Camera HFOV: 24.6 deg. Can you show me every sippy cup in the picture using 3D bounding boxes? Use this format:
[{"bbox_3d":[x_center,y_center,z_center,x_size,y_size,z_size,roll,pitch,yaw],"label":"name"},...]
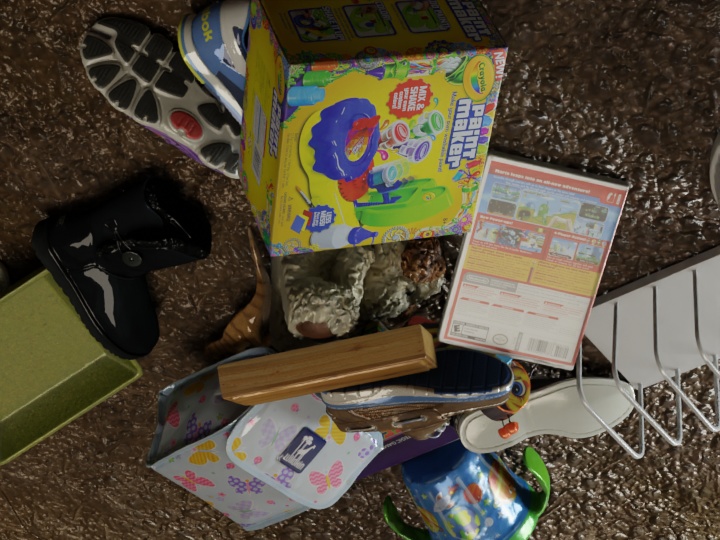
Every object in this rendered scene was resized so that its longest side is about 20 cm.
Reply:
[{"bbox_3d":[0.116,0.250,1.879,0.177,0.140,0.131,-39,116,-7],"label":"sippy cup"}]

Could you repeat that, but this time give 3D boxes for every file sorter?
[{"bbox_3d":[0.329,0.088,1.668,0.199,0.125,0.139,-25,128,31],"label":"file sorter"}]

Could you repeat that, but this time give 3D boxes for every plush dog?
[{"bbox_3d":[0.000,0.000,1.640,0.170,0.162,0.200,-1,168,-11],"label":"plush dog"}]

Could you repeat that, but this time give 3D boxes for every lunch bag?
[{"bbox_3d":[-0.100,0.177,1.747,0.199,0.128,0.169,-25,132,31],"label":"lunch bag"}]

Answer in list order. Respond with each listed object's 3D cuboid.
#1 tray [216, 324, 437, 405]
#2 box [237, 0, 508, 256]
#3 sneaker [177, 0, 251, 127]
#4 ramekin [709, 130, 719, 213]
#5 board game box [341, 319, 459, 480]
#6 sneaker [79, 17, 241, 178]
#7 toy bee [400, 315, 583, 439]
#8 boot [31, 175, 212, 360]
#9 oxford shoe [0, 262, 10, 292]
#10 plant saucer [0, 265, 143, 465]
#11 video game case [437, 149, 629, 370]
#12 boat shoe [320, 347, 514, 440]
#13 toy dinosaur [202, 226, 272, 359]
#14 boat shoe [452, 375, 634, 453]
[{"bbox_3d":[-0.029,0.094,1.593,0.198,0.037,0.099,-13,170,8],"label":"tray"},{"bbox_3d":[0.005,-0.136,1.422,0.190,0.123,0.201,-8,134,-17],"label":"box"},{"bbox_3d":[-0.077,-0.167,1.495,0.082,0.074,0.200,-25,129,28],"label":"sneaker"},{"bbox_3d":[0.421,-0.066,1.503,0.198,0.106,0.201,4,138,4],"label":"ramekin"},{"bbox_3d":[-0.009,0.155,1.841,0.199,0.057,0.165,-27,126,32],"label":"board game box"},{"bbox_3d":[-0.181,-0.149,1.530,0.200,0.081,0.083,41,161,-17],"label":"sneaker"},{"bbox_3d":[0.134,0.113,1.709,0.197,0.110,0.131,2,156,4],"label":"toy bee"},{"bbox_3d":[-0.219,0.002,1.692,0.167,0.077,0.201,-15,127,28],"label":"boot"},{"bbox_3d":[-0.429,0.064,1.811,0.074,0.058,0.201,15,122,-11],"label":"oxford shoe"},{"bbox_3d":[-0.367,0.093,1.786,0.199,0.048,0.200,-33,134,-1],"label":"plant saucer"},{"bbox_3d":[0.166,-0.008,1.609,0.141,0.017,0.202,12,113,-5],"label":"video game case"},{"bbox_3d":[0.061,0.127,1.658,0.198,0.073,0.073,-2,125,18],"label":"boat shoe"},{"bbox_3d":[-0.111,0.054,1.746,0.105,0.061,0.200,22,135,-13],"label":"toy dinosaur"},{"bbox_3d":[0.197,0.148,1.797,0.198,0.060,0.075,-15,113,-4],"label":"boat shoe"}]
